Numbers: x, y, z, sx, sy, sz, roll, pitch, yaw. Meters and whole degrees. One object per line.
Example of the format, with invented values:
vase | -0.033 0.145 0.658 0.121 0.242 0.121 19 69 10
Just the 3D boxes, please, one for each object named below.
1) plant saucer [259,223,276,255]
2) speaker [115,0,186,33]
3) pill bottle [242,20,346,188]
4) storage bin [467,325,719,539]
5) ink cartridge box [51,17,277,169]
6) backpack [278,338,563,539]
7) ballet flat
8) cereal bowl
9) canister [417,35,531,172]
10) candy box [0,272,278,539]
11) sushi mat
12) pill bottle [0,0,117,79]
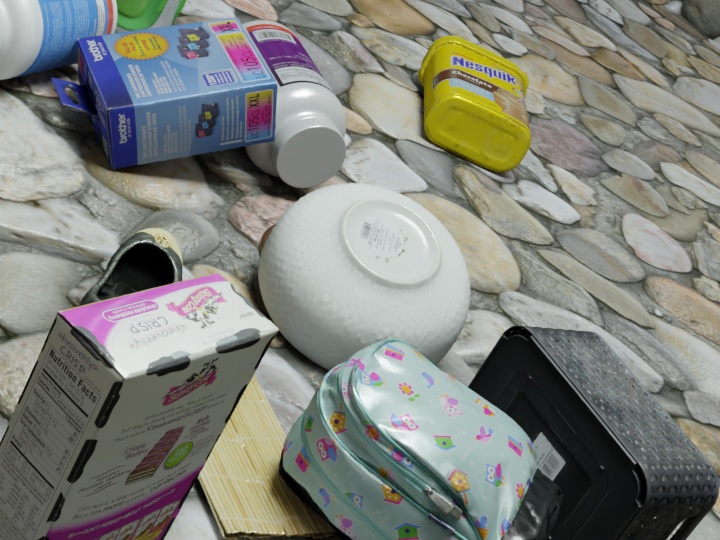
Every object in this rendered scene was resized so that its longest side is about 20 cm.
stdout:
plant saucer | 0.000 0.000 1.325 0.200 0.037 0.200 24 28 -13
speaker | -0.224 -0.347 1.519 0.088 0.200 0.088 23 27 -13
pill bottle | -0.086 -0.176 1.459 0.112 0.112 0.200 11 33 -33
storage bin | 0.177 0.153 1.120 0.094 0.135 0.200 7 34 -39
ink cartridge box | -0.196 -0.174 1.337 0.200 0.076 0.136 -13 43 -18
backpack | 0.045 0.149 0.999 0.200 0.127 0.167 38 25 4
ballet flat | -0.178 0.013 1.098 0.066 0.057 0.200 28 26 -6
cereal bowl | 0.014 -0.002 1.222 0.200 0.083 0.200 14 51 -17
canister | 0.153 -0.222 1.811 0.148 0.087 0.200 24 29 -11
candy box | -0.148 0.104 0.809 0.061 0.200 0.136 41 28 21
sushi mat | -0.095 0.128 1.030 0.096 0.012 0.200 10 33 -37
pill bottle | -0.337 -0.246 1.331 0.112 0.112 0.200 35 27 11
